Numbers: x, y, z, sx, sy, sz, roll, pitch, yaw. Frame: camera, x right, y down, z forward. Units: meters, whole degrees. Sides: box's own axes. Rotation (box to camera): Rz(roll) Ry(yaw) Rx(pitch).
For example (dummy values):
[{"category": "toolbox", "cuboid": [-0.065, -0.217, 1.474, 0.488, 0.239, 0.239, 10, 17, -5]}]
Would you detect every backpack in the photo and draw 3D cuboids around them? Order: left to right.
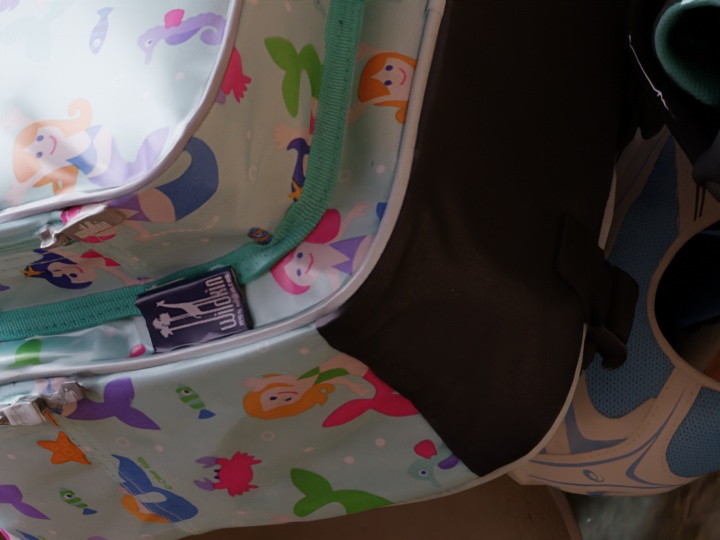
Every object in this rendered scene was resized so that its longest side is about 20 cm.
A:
[{"category": "backpack", "cuboid": [-0.046, -0.024, 0.623, 0.199, 0.150, 0.178, -21, 43, 38]}]

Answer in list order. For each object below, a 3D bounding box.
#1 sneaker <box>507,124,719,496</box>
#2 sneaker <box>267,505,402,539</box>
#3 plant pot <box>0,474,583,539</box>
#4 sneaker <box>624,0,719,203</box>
[{"category": "sneaker", "cuboid": [0.081, -0.022, 0.677, 0.072, 0.072, 0.201, 77, -160, -47]}, {"category": "sneaker", "cuboid": [0.010, 0.051, 0.809, 0.201, 0.075, 0.116, -47, 23, 38]}, {"category": "plant pot", "cuboid": [-0.026, 0.134, 0.697, 0.135, 0.199, 0.201, 71, -164, -54]}, {"category": "sneaker", "cuboid": [0.106, -0.074, 0.608, 0.201, 0.079, 0.076, -96, 29, -49]}]
